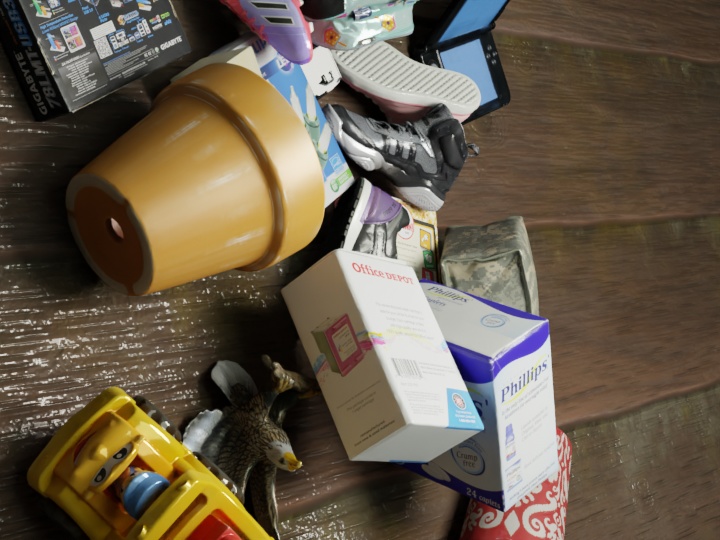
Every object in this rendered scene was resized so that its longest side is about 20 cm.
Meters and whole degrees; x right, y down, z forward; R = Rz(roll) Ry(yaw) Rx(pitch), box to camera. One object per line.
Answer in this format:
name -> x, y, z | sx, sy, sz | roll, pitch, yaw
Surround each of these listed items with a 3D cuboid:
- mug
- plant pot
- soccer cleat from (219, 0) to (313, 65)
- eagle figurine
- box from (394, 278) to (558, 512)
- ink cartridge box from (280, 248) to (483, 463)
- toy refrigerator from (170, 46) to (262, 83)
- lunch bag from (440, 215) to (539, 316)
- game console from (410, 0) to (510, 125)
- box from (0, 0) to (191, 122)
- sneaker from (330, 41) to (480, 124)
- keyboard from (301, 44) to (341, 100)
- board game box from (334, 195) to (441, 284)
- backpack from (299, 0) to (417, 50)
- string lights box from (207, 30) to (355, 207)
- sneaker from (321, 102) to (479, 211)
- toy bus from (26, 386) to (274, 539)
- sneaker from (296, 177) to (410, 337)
mug -> 0.184, 0.301, 1.845 | 0.133, 0.178, 0.200 | 22, 50, -7
plant pot -> -0.166, -0.069, 1.408 | 0.183, 0.200, 0.200 | -33, 107, -37
soccer cleat -> -0.120, -0.288, 1.574 | 0.076, 0.067, 0.200 | -25, 72, -23
eagle figurine -> -0.105, 0.188, 1.480 | 0.152, 0.151, 0.200 | 24, 89, -3
box -> 0.113, 0.136, 1.660 | 0.105, 0.184, 0.200 | -30, 125, -38
ink cartridge box -> 0.022, 0.088, 1.520 | 0.144, 0.085, 0.200 | 13, 50, -54
toy refrigerator -> -0.124, -0.121, 1.551 | 0.076, 0.070, 0.200 | -51, 125, -57
lunch bag -> 0.161, 0.052, 1.823 | 0.164, 0.117, 0.200 | -70, 150, -72
game console -> 0.167, -0.295, 1.976 | 0.200, 0.116, 0.176 | -28, 103, -53
box -> -0.269, -0.267, 1.430 | 0.200, 0.050, 0.199 | -40, 111, -51
sneaker -> 0.036, -0.211, 1.814 | 0.200, 0.105, 0.075 | 16, 56, -22
keyboard -> -0.085, -0.290, 1.714 | 0.104, 0.040, 0.200 | -33, 109, -28
board game box -> 0.037, 0.015, 1.764 | 0.151, 0.046, 0.200 | 14, 69, -51
backpack -> -0.004, -0.329, 1.641 | 0.200, 0.176, 0.153 | -26, 120, -27
string lights box -> -0.092, -0.158, 1.629 | 0.103, 0.059, 0.200 | -44, 115, -49
sneaker -> 0.050, -0.161, 1.754 | 0.200, 0.114, 0.075 | 35, 13, -31
toy bus -> -0.163, 0.217, 1.282 | 0.136, 0.192, 0.200 | -47, 120, -14
sneaker -> 0.000, 0.000, 1.653 | 0.088, 0.076, 0.200 | 29, 68, -19
